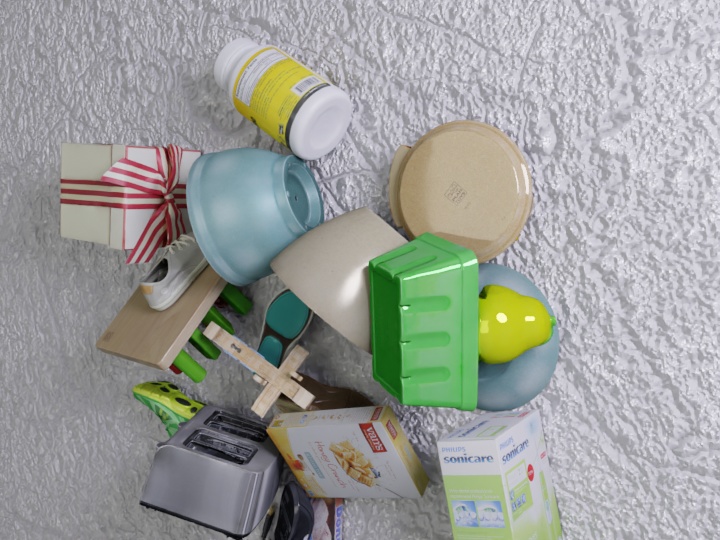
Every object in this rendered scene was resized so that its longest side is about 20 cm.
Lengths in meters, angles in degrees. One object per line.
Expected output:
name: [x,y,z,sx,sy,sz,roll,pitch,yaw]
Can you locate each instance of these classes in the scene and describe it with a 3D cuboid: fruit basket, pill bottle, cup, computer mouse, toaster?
fruit basket: [0.123,0.061,0.940,0.155,0.215,0.217,-149,65,-62]
pill bottle: [-0.118,-0.255,1.114,0.200,0.112,0.113,39,114,25]
cup: [0.000,0.000,1.035,0.200,0.200,0.143,42,93,22]
computer mouse: [-0.111,0.399,1.196,0.140,0.046,0.201,-130,48,-61]
toaster: [-0.210,0.307,1.172,0.199,0.181,0.119,17,103,7]

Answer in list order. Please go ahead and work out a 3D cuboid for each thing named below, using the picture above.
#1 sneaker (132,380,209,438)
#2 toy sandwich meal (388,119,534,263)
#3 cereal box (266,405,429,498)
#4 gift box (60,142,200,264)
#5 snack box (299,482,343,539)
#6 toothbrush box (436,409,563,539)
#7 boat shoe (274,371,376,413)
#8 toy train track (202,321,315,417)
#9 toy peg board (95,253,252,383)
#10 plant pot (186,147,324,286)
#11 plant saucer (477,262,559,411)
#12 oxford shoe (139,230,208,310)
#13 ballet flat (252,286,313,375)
sneaker: [-0.325,0.251,1.324,0.199,0.074,0.084,23,103,29]
toy sandwich meal: [0.131,-0.099,0.999,0.204,0.070,0.206,2,95,28]
cereal box: [-0.019,0.259,1.080,0.199,0.040,0.144,-11,118,34]
gift box: [-0.378,-0.116,1.252,0.186,0.200,0.185,8,104,31]
snack box: [-0.063,0.404,1.197,0.072,0.024,0.201,6,98,34]
toothbrush box: [0.178,0.290,0.956,0.086,0.145,0.201,-12,88,34]
boat shoe: [-0.044,0.214,1.149,0.199,0.071,0.065,24,143,21]
toy train track: [-0.152,0.134,1.114,0.200,0.033,0.115,32,80,20]
toy peg board: [-0.289,0.081,1.237,0.199,0.098,0.200,5,54,44]
plant pot: [-0.136,-0.091,1.105,0.134,0.200,0.201,-16,86,21]
plant saucer: [0.160,0.091,1.012,0.200,0.039,0.202,4,98,33]
oxford shoe: [-0.275,-0.028,1.211,0.075,0.200,0.058,5,142,49]
ballet flat: [-0.113,0.086,1.163,0.069,0.069,0.200,42,127,22]
